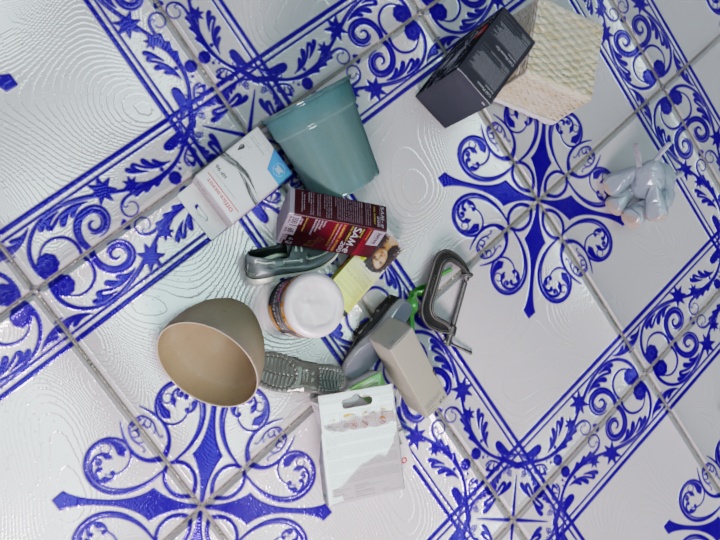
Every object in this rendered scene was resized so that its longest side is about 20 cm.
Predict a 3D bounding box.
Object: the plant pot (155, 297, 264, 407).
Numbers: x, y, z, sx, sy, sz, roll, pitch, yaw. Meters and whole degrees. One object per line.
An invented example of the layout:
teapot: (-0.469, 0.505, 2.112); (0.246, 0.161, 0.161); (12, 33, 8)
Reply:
plant pot: (-0.256, 0.129, 1.321); (0.199, 0.200, 0.136); (39, 38, -13)

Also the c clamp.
c clamp: (0.196, 0.064, 1.558); (0.168, 0.027, 0.205); (19, 80, -34)

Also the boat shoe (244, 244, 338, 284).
boat shoe: (-0.135, -0.030, 1.415); (0.195, 0.073, 0.063); (-16, 123, -17)

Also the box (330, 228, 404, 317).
box: (0.000, 0.000, 1.483); (0.075, 0.050, 0.201); (44, 73, -12)

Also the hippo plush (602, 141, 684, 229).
hippo plush: (0.682, -0.209, 1.731); (0.159, 0.156, 0.206); (-16, 108, -50)

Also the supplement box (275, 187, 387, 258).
supplement box: (-0.057, -0.089, 1.389); (0.195, 0.109, 0.062); (8, 59, -17)

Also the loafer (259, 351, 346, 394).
loafer: (-0.127, 0.208, 1.411); (0.195, 0.070, 0.077); (13, 77, -2)

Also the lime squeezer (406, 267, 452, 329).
lime squeezer: (0.134, 0.064, 1.535); (0.070, 0.038, 0.203); (32, 74, -12)

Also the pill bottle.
pill bottle: (-0.111, 0.068, 1.356); (0.113, 0.199, 0.120); (2, 85, -20)

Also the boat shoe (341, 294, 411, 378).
boat shoe: (0.021, 0.129, 1.475); (0.201, 0.066, 0.070); (-51, 137, -11)

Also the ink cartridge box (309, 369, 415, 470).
ink cartridge box: (0.005, 0.324, 1.441); (0.143, 0.084, 0.204); (-24, 95, -20)

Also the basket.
basket: (0.419, -0.469, 1.621); (0.196, 0.160, 0.203); (16, 80, -20)

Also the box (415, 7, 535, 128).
box: (0.240, -0.425, 1.527); (0.104, 0.199, 0.184); (40, 73, -14)

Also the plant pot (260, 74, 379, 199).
plant pot: (-0.065, -0.248, 1.413); (0.198, 0.199, 0.199); (-32, 105, -19)

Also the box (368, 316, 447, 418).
box: (0.098, 0.197, 1.453); (0.068, 0.082, 0.202); (-40, 124, -19)

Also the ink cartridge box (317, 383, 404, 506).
ink cartridge box: (-0.003, 0.329, 1.371); (0.157, 0.050, 0.206); (-6, 85, -19)

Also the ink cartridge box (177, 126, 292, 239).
ink cartridge box: (-0.244, -0.167, 1.394); (0.200, 0.068, 0.117); (-43, 100, -18)
